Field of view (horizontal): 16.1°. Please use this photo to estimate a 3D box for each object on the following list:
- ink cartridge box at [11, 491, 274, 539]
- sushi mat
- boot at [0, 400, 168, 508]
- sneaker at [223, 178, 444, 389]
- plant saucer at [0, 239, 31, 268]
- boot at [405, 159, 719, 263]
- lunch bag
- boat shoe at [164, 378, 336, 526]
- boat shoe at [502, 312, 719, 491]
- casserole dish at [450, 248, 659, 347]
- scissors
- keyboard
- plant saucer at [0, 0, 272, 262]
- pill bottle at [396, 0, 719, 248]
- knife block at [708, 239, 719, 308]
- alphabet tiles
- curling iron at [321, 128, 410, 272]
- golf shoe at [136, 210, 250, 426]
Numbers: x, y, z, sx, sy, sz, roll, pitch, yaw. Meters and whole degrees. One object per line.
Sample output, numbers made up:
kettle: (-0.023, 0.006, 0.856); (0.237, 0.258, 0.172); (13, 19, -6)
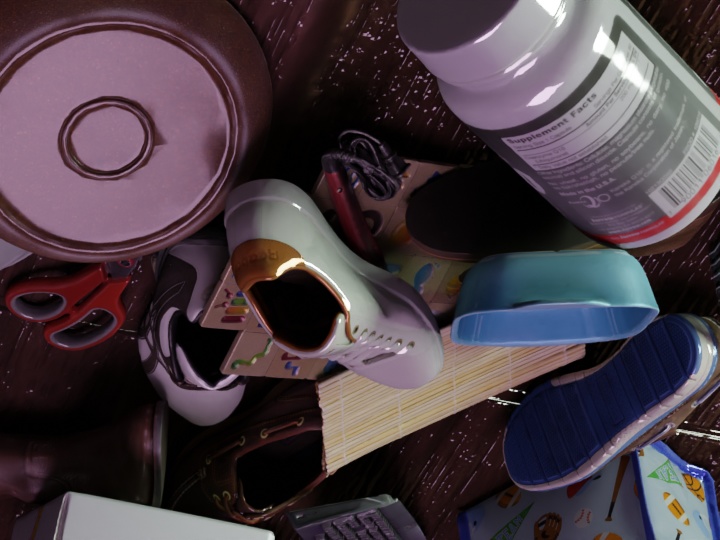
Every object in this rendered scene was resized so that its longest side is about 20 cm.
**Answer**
ink cartridge box: (-0.156, 0.235, 1.674); (0.145, 0.145, 0.200); (12, 167, -15)
sushi mat: (0.062, 0.064, 1.651); (0.200, 0.012, 0.096); (-23, 141, -14)
boot: (-0.232, 0.123, 1.689); (0.200, 0.064, 0.186); (8, 154, -10)
sneaker: (-0.017, 0.033, 1.495); (0.073, 0.085, 0.200); (-24, 137, 25)
plant saucer: (-0.269, -0.045, 1.521); (0.200, 0.050, 0.200); (-2, 139, -2)
boot: (0.123, -0.026, 1.561); (0.200, 0.074, 0.075); (-7, 150, -12)
lunch bag: (0.171, 0.238, 1.780); (0.170, 0.200, 0.124); (-34, 132, 28)
boat shoe: (-0.071, 0.135, 1.732); (0.070, 0.070, 0.200); (31, 129, -20)
boat shoe: (0.179, 0.095, 1.710); (0.072, 0.072, 0.200); (4, 152, -42)
casserole dish: (0.114, 0.017, 1.537); (0.121, 0.039, 0.200); (-3, 172, 0)
scissors: (-0.146, -0.001, 1.590); (0.073, 0.014, 0.200); (35, 135, -28)
keyboard: (-0.023, 0.192, 1.785); (0.127, 0.021, 0.200); (-11, 163, 6)
plant saucer: (-0.146, -0.082, 1.458); (0.200, 0.034, 0.200); (-7, 124, -10)
pill bottle: (0.115, -0.107, 1.438); (0.114, 0.114, 0.200); (-28, 134, 25)
knife block: (0.307, -0.026, 1.591); (0.200, 0.064, 0.176); (-23, 137, 20)
alphabet tiles: (0.000, 0.000, 1.564); (0.200, 0.006, 0.166); (6, 122, -40)
curling iron: (0.011, -0.005, 1.530); (0.050, 0.026, 0.200); (12, 138, 21)
golf shoe: (-0.105, 0.052, 1.618); (0.078, 0.095, 0.200); (-3, 141, -3)
